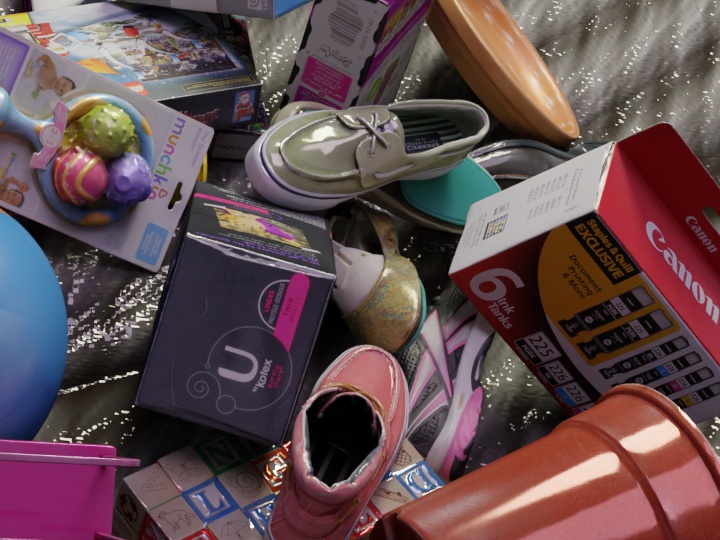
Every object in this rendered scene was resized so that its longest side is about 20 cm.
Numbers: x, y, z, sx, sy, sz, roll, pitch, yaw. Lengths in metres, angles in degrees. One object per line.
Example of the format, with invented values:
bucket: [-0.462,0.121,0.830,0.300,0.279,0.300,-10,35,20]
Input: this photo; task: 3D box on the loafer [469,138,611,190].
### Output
loafer: [0.143,-0.058,1.756,0.198,0.073,0.073,-6,55,-24]

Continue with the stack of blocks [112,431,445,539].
stack of blocks: [-0.054,0.160,1.477,0.199,0.059,0.115,-23,59,-36]

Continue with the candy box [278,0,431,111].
candy box: [-0.002,-0.174,1.715,0.061,0.201,0.137,28,43,9]

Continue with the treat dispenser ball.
treat dispenser ball: [-0.285,0.044,1.398,0.199,0.202,0.202,11,45,-11]

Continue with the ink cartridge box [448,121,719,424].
ink cartridge box: [0.194,0.016,1.570,0.200,0.175,0.084,48,38,-23]

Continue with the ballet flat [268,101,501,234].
ballet flat: [0.016,-0.077,1.676,0.199,0.070,0.070,23,41,-24]

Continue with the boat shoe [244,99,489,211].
boat shoe: [0.006,-0.094,1.591,0.199,0.062,0.072,-15,74,-39]

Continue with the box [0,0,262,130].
box: [-0.192,-0.149,1.668,0.199,0.038,0.137,-11,43,-27]

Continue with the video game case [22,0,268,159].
video game case: [-0.175,-0.174,1.766,0.180,0.036,0.201,2,48,-19]

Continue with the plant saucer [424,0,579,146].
plant saucer: [0.107,-0.179,1.816,0.200,0.037,0.200,48,16,-18]

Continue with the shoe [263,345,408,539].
shoe: [-0.005,0.101,1.444,0.071,0.091,0.201,23,44,2]

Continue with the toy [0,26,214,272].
toy: [-0.197,-0.083,1.569,0.199,0.116,0.047,24,-3,-30]

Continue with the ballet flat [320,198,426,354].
ballet flat: [0.000,0.000,1.607,0.070,0.071,0.200,11,21,-11]

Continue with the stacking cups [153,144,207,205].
stacking cups: [-0.217,-0.081,1.650,0.198,0.061,0.061,4,47,-15]

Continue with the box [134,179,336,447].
box: [-0.082,0.025,1.492,0.105,0.123,0.200,17,12,-5]

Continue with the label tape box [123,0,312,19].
label tape box: [-0.115,-0.253,1.730,0.199,0.067,0.143,12,26,27]

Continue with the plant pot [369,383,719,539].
plant pot: [0.121,0.198,1.429,0.194,0.202,0.201,-17,55,-23]

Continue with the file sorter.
file sorter: [-0.204,0.199,1.266,0.138,0.125,0.202,5,86,-17]

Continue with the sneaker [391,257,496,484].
sneaker: [0.050,0.059,1.602,0.086,0.081,0.201,16,43,-2]
